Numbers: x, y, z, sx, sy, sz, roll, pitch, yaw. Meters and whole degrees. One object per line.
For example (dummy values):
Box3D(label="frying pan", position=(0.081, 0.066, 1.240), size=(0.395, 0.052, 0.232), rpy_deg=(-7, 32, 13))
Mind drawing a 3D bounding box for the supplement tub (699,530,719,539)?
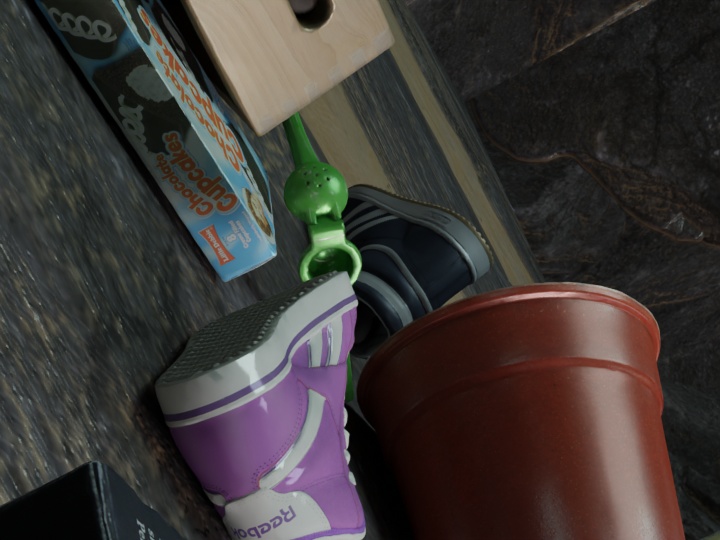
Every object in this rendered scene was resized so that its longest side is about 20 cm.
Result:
Box3D(label="supplement tub", position=(0.636, 0.514, 2.762), size=(0.145, 0.200, 0.145), rpy_deg=(60, 9, -16))

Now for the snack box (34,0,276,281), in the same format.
Box3D(label="snack box", position=(-0.111, -0.101, 0.882), size=(0.200, 0.037, 0.116), rpy_deg=(58, 9, -26))

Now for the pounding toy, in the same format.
Box3D(label="pounding toy", position=(-0.064, -0.209, 0.912), size=(0.184, 0.142, 0.200), rpy_deg=(48, -10, 40))

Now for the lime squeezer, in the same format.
Box3D(label="lime squeezer", position=(-0.028, -0.020, 0.964), size=(0.071, 0.038, 0.201), rpy_deg=(-17, -95, 64))

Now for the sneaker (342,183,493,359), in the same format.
Box3D(label="sneaker", position=(0.000, 0.000, 1.161), size=(0.070, 0.108, 0.200), rpy_deg=(56, -19, -23))

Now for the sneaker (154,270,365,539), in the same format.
Box3D(label="sneaker", position=(-0.032, 0.073, 0.752), size=(0.115, 0.073, 0.200), rpy_deg=(65, 19, -8))

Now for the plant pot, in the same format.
Box3D(label="plant pot", position=(0.110, 0.144, 0.994), size=(0.201, 0.200, 0.196), rpy_deg=(51, 23, -52))

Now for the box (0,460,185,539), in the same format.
Box3D(label="box", position=(-0.033, 0.175, 0.321), size=(0.182, 0.104, 0.200), rpy_deg=(51, 15, -48))
